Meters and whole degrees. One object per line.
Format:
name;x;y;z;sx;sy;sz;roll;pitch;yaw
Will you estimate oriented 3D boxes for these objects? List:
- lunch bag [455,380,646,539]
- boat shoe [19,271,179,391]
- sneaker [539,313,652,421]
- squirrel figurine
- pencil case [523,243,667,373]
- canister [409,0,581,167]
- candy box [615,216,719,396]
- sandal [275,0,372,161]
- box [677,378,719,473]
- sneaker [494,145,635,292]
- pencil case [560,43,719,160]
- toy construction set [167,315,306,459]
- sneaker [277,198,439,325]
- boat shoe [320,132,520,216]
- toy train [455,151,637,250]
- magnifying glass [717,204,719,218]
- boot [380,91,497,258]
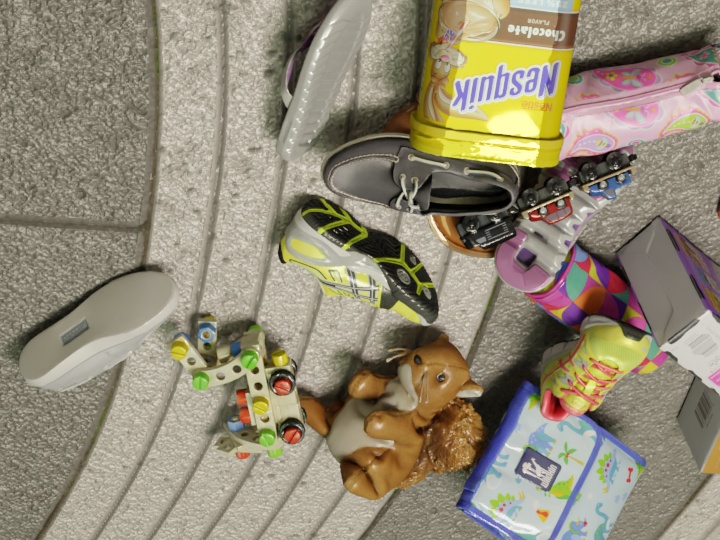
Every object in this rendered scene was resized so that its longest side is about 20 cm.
lunch bag;0.217;0.246;1.803;0.200;0.127;0.171;37;77;-32
boat shoe;-0.271;0.072;1.656;0.200;0.072;0.068;-36;147;9
sneaker;0.253;0.114;1.675;0.078;0.091;0.200;24;153;-7
squirrel figurine;0.061;0.163;1.765;0.187;0.142;0.200;-46;137;11
pencil case;0.268;0.039;1.721;0.088;0.089;0.200;-42;126;21
canister;0.131;-0.210;1.459;0.148;0.087;0.201;6;108;-5
candy box;0.390;0.059;1.701;0.200;0.168;0.071;35;114;-31
sandal;-0.049;-0.194;1.494;0.050;0.082;0.203;36;126;16
box;0.505;0.172;1.857;0.199;0.098;0.125;4;127;-14
sneaker;0.214;-0.067;1.631;0.080;0.088;0.201;37;93;8
pencil case;0.277;-0.170;1.553;0.199;0.088;0.088;-12;129;3
toy construction set;-0.131;0.142;1.713;0.130;0.092;0.201;-8;129;5
sneaker;0.000;0.000;1.652;0.200;0.076;0.076;36;122;-20
boat shoe;0.060;-0.089;1.515;0.199;0.063;0.073;3;120;-3
toy train;0.193;-0.069;1.567;0.199;0.034;0.046;-24;95;-1
magnifying glass;0.413;-0.139;1.648;0.079;0.022;0.201;-4;126;-8
boot;0.111;-0.110;1.588;0.199;0.077;0.155;32;112;-22
